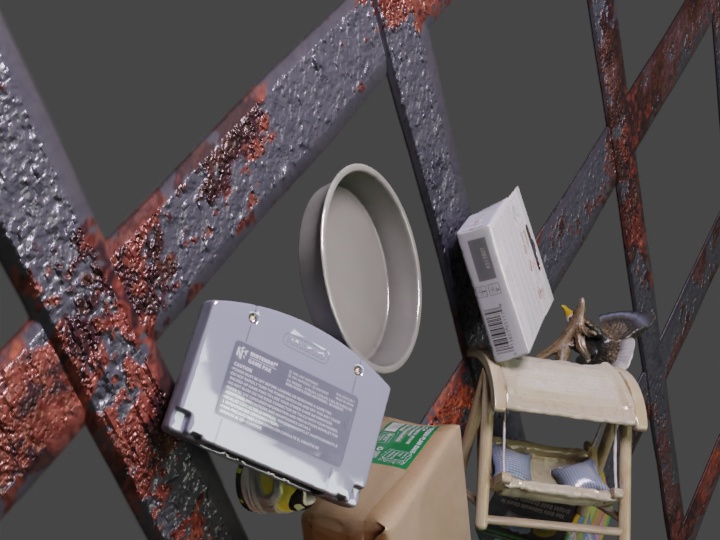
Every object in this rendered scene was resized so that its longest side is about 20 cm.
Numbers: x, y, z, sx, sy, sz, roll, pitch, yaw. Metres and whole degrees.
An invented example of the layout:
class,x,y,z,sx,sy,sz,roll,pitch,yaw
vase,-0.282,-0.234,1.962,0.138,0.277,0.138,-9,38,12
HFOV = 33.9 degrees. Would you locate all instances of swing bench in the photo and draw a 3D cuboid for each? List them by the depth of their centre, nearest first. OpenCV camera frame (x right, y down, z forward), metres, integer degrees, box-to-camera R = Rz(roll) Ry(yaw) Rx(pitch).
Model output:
class,x,y,z,sx,sy,sz,roll,pitch,yaw
swing bench,0.224,0.204,1.413,0.197,0.130,0.202,8,93,-15

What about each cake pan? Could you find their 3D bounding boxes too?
class,x,y,z,sx,sy,sz,roll,pitch,yaw
cake pan,0.000,0.000,1.132,0.200,0.036,0.202,28,57,-57

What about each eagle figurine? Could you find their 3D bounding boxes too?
class,x,y,z,sx,sy,sz,roll,pitch,yaw
eagle figurine,0.333,0.105,1.657,0.200,0.151,0.152,29,53,-51

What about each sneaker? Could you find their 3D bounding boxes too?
class,x,y,z,sx,sy,sz,roll,pitch,yaw
sneaker,-0.039,0.146,1.113,0.201,0.076,0.076,-63,142,-29

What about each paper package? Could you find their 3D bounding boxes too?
class,x,y,z,sx,sy,sz,roll,pitch,yaw
paper package,0.032,0.277,1.210,0.200,0.102,0.193,-43,133,-55

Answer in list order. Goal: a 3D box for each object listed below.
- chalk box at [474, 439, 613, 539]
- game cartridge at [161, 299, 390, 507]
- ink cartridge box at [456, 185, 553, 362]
class,x,y,z,sx,sy,sz,roll,pitch,yaw
chalk box,0.239,0.350,1.565,0.201,0.123,0.124,-55,140,-33
game cartridge,-0.067,0.110,1.022,0.199,0.040,0.134,29,69,-29
ink cartridge box,0.178,0.000,1.433,0.200,0.057,0.164,-50,123,-69
